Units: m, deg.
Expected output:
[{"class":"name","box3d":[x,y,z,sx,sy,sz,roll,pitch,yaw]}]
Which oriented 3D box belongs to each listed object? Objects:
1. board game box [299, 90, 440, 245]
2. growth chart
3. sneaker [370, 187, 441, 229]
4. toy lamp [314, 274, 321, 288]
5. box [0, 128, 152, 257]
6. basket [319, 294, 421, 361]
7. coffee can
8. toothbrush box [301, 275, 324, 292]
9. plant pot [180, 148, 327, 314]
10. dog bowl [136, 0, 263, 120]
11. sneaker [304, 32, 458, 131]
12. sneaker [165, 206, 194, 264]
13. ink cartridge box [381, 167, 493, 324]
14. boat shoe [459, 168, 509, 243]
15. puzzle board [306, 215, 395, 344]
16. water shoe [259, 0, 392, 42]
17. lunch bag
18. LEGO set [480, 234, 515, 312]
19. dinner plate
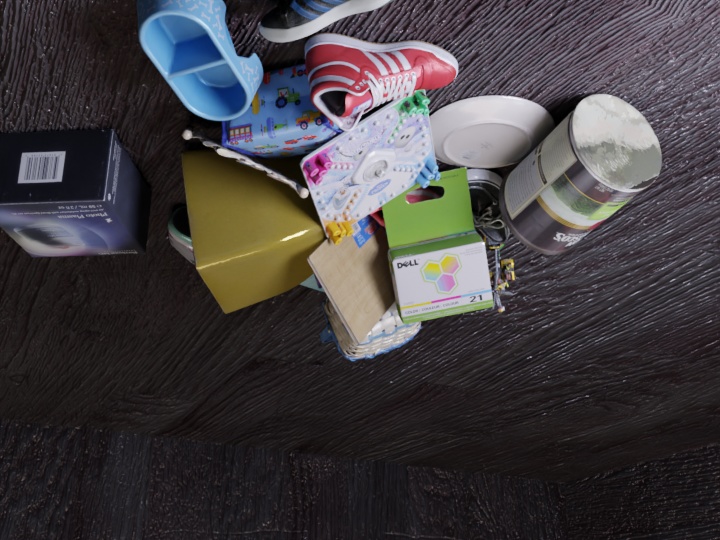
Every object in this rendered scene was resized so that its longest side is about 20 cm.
[{"class":"board game box","box3d":[0.022,-0.141,1.348,0.198,0.026,0.201,-33,151,-8]},{"class":"growth chart","box3d":[-0.161,-0.154,1.336,0.197,0.018,0.145,26,-174,-6]},{"class":"sneaker","box3d":[0.062,-0.095,1.542,0.198,0.088,0.073,20,152,-39]},{"class":"toy lamp","box3d":[0.018,-0.025,1.587,0.196,0.059,0.058,-16,156,3]},{"class":"box","box3d":[-0.445,-0.112,1.471,0.196,0.126,0.199,-1,159,6]},{"class":"basket","box3d":[0.022,0.075,1.651,0.174,0.141,0.200,-20,166,-14]},{"class":"coffee can","box3d":[0.305,-0.132,1.355,0.144,0.149,0.200,9,152,-20]},{"class":"toothbrush box","box3d":[-0.044,-0.026,1.708,0.198,0.087,0.146,17,152,-35]},{"class":"plant pot","box3d":[-0.148,-0.075,1.475,0.196,0.199,0.195,-12,157,1]},{"class":"dog bowl","box3d":[-0.195,-0.259,1.156,0.110,0.050,0.201,-10,142,19]},{"class":"sneaker","box3d":[0.028,-0.227,1.185,0.196,0.114,0.072,4,145,-9]},{"class":"sneaker","box3d":[-0.250,-0.041,1.692,0.197,0.079,0.140,25,156,-11]},{"class":"ink cartridge box","box3d":[0.112,-0.038,1.453,0.145,0.204,0.076,-11,-162,0]},{"class":"boat shoe","box3d":[0.201,-0.099,1.545,0.072,0.069,0.199,-4,159,17]},{"class":"puzzle board","box3d":[0.000,0.000,1.475,0.017,0.200,0.152,-21,106,36]},{"class":"water shoe","box3d":[-0.040,-0.320,1.064,0.197,0.072,0.079,-12,127,31]},{"class":"lunch bag","box3d":[-0.087,-0.195,1.325,0.148,0.096,0.200,-9,165,14]},{"class":"LEGO set","box3d":[0.169,-0.010,1.655,0.196,0.157,0.116,4,176,11]},{"class":"dinner plate","box3d":[0.184,-0.191,1.395,0.196,0.025,0.201,1,158,1]}]
